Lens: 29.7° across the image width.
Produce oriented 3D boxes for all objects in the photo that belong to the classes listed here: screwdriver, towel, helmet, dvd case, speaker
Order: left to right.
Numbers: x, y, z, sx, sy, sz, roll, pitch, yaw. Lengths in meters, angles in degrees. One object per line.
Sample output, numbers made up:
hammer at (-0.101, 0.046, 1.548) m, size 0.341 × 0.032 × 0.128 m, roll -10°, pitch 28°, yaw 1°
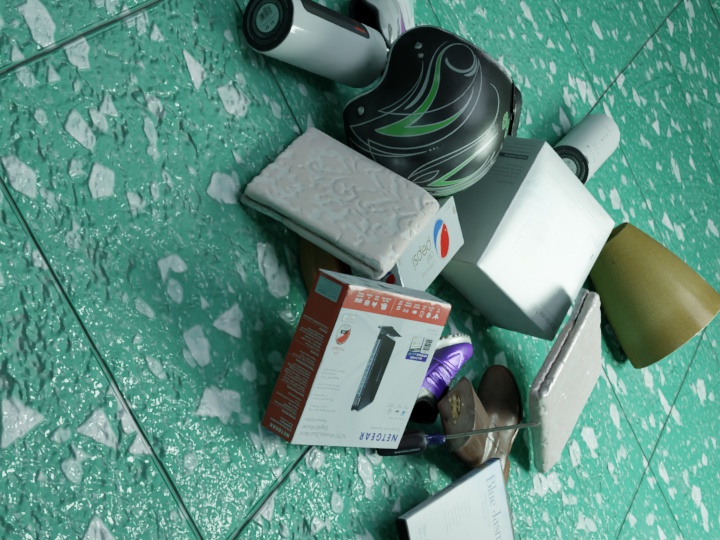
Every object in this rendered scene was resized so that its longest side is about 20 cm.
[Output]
speaker at (-0.053, -0.285, 1.677) m, size 0.199 × 0.081 × 0.082 m, roll 12°, pitch 63°, yaw -54°
towel at (-0.020, -0.080, 1.580) m, size 0.190 × 0.032 × 0.200 m, roll 30°, pitch 34°, yaw 8°
helmet at (0.083, -0.186, 1.706) m, size 0.200 × 0.199 × 0.192 m, roll 40°, pitch 75°, yaw -39°
screwdriver at (0.115, 0.198, 1.603) m, size 0.028 × 0.197 × 0.029 m, roll -113°, pitch -160°, yaw -75°
dvd case at (0.120, 0.325, 1.617) m, size 0.199 × 0.017 × 0.144 m, roll -22°, pitch 104°, yaw -48°
towel at (0.280, 0.153, 1.863) m, size 0.192 × 0.032 × 0.201 m, roll -57°, pitch 152°, yaw -29°
speaker at (0.379, -0.203, 2.304) m, size 0.082 × 0.081 × 0.200 m, roll 63°, pitch 32°, yaw -10°

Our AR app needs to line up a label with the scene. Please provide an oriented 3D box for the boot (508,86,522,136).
boot at (0.147, -0.162, 1.914) m, size 0.167 × 0.076 × 0.202 m, roll -19°, pitch 126°, yaw -41°

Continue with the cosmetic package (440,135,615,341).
cosmetic package at (0.217, -0.045, 1.859) m, size 0.199 × 0.122 × 0.201 m, roll 41°, pitch 74°, yaw -37°

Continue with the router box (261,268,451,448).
router box at (-0.001, 0.102, 1.492) m, size 0.199 × 0.049 × 0.181 m, roll 11°, pitch 101°, yaw -53°

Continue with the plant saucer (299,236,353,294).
plant saucer at (0.000, 0.000, 1.655) m, size 0.200 × 0.037 × 0.202 m, roll 34°, pitch 47°, yaw -45°

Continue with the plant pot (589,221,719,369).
plant pot at (0.467, 0.025, 2.246) m, size 0.201 × 0.186 × 0.186 m, roll 52°, pitch 34°, yaw -2°

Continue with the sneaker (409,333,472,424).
sneaker at (0.079, 0.138, 1.681) m, size 0.199 × 0.069 × 0.101 m, roll -12°, pitch 91°, yaw -56°

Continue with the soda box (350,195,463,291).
soda box at (0.060, -0.022, 1.654) m, size 0.200 × 0.063 × 0.069 m, roll -46°, pitch 125°, yaw -55°

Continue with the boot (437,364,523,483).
boot at (0.148, 0.169, 1.719) m, size 0.200 × 0.064 × 0.188 m, roll 51°, pitch 36°, yaw -53°

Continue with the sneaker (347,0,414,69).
sneaker at (0.035, -0.291, 1.846) m, size 0.140 × 0.077 × 0.202 m, roll -37°, pitch 104°, yaw -49°
